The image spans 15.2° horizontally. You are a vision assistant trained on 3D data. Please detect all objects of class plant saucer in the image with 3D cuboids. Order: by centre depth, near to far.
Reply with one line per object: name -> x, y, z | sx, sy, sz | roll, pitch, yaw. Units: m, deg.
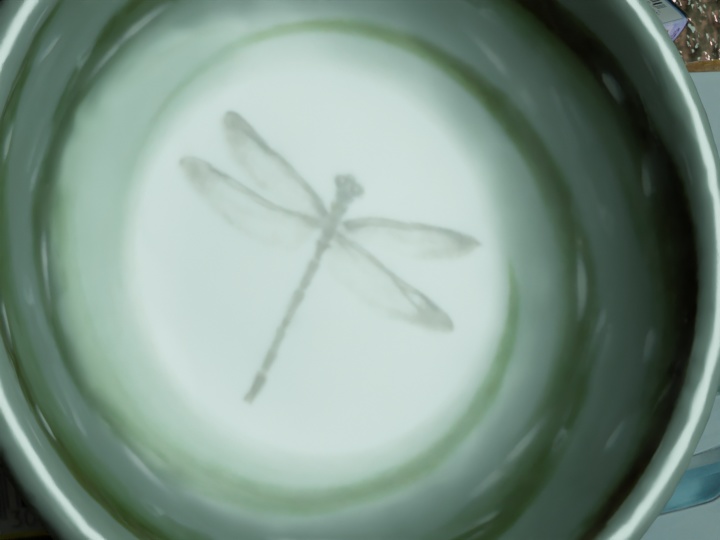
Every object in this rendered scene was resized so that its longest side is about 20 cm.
plant saucer -> -0.008, -0.004, 0.648 | 0.199, 0.050, 0.202 | 3, 81, -21

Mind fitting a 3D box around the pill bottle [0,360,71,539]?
pill bottle -> -0.113, 0.006, 0.685 | 0.114, 0.114, 0.201 | 8, 68, -51

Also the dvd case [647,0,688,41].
dvd case -> 0.031, -0.120, 0.934 | 0.143, 0.018, 0.200 | 43, 23, 11

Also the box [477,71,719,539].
box -> 0.072, 0.044, 0.729 | 0.097, 0.199, 0.178 | 89, 0, -67

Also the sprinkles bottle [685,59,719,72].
sprinkles bottle -> 0.153, 0.014, 1.027 | 0.201, 0.068, 0.068 | 62, 33, -38
